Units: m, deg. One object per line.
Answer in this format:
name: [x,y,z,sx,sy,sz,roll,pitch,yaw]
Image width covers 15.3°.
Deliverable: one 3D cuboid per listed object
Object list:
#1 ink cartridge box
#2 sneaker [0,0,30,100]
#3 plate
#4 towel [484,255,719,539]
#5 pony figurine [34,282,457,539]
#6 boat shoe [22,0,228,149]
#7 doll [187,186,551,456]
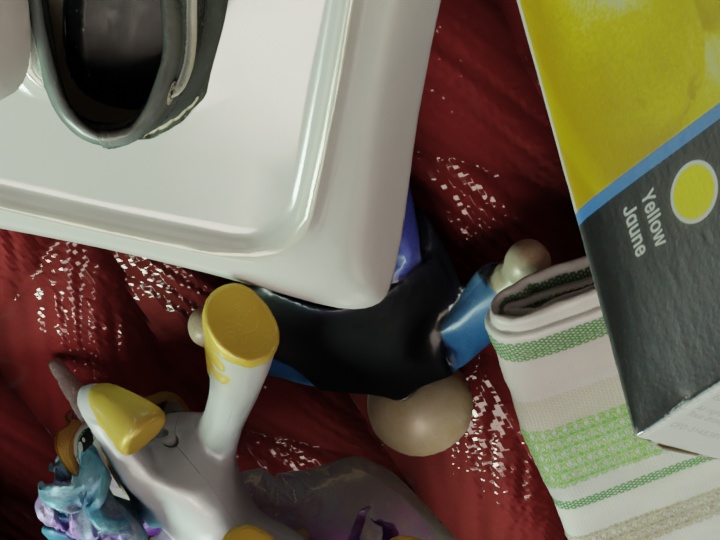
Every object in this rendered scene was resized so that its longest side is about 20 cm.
ink cartridge box: [0.129,-0.080,0.726,0.047,0.198,0.200,12,143,-36]
sneaker: [-0.163,-0.122,0.722,0.074,0.082,0.200,1,122,57]
plate: [-0.075,-0.080,0.830,0.200,0.032,0.200,12,125,2]
towel: [0.135,0.050,0.975,0.149,0.031,0.200,-19,138,5]
pony figurine: [-0.041,0.101,0.961,0.193,0.167,0.200,55,160,-3]
boat shoe: [-0.061,-0.129,0.743,0.073,0.062,0.200,7,110,2]
doll: [0.000,0.000,0.943,0.136,0.048,0.200,-8,136,15]
